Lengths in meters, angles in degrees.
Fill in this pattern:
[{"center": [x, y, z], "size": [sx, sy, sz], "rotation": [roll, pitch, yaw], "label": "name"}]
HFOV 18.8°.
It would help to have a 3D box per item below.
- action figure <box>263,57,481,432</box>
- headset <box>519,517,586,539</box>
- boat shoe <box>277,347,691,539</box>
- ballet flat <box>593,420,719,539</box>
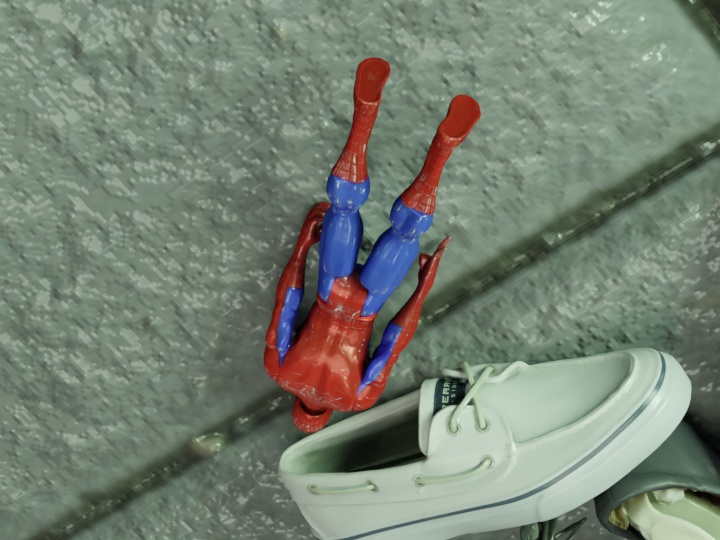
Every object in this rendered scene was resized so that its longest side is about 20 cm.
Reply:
[{"center": [0.000, 0.000, 0.950], "size": [0.065, 0.052, 0.200], "rotation": [20, 129, 1], "label": "action figure"}, {"center": [0.084, 0.187, 1.034], "size": [0.123, 0.094, 0.200], "rotation": [3, 135, 5], "label": "headset"}, {"center": [0.049, 0.077, 0.977], "size": [0.200, 0.074, 0.067], "rotation": [-28, 118, 24], "label": "boat shoe"}, {"center": [0.188, 0.134, 1.000], "size": [0.200, 0.073, 0.073], "rotation": [30, 122, -13], "label": "ballet flat"}]
